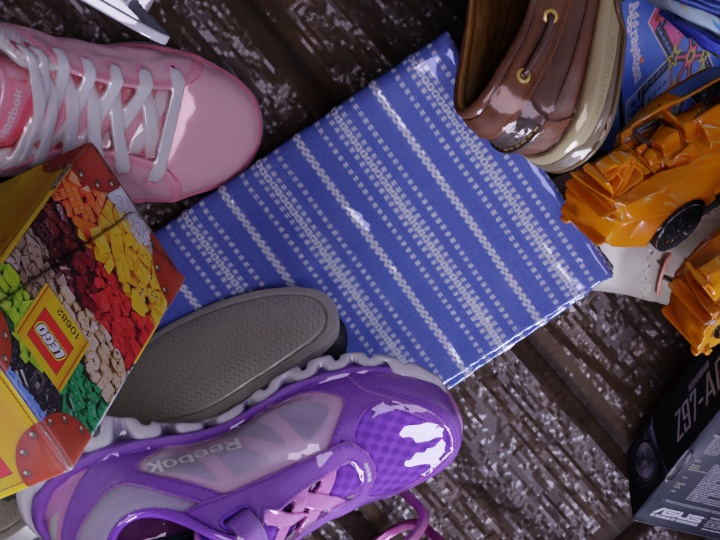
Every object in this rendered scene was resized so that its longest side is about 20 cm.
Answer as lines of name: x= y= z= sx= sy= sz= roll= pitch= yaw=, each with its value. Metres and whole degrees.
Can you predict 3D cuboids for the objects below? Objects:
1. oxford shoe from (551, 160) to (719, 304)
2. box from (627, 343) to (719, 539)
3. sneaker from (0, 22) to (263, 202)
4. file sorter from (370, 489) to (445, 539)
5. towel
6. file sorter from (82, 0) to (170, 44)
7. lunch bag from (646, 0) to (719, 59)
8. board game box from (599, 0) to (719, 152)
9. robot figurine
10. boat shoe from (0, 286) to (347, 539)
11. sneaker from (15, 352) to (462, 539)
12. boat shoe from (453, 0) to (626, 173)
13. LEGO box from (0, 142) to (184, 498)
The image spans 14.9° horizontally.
oxford shoe: x=0.160 y=-0.011 z=1.304 sx=0.198 sy=0.074 sz=0.071 roll=-6 pitch=138 yaw=-11
box: x=0.251 y=0.082 z=1.328 sx=0.199 sy=0.044 sz=0.161 roll=13 pitch=138 yaw=-16
sneaker: x=-0.132 y=-0.067 z=1.216 sx=0.199 sy=0.105 sz=0.076 roll=11 pitch=99 yaw=-17
file sorter: x=0.020 y=0.205 z=1.302 sx=0.125 sy=0.139 sz=0.201 roll=-36 pitch=109 yaw=-6
towel: x=0.000 y=0.000 z=1.281 sx=0.199 sy=0.024 sz=0.145 roll=-34 pitch=107 yaw=14
file sorter: x=-0.097 y=-0.217 z=1.178 sx=0.138 sy=0.125 sz=0.201 roll=29 pitch=95 yaw=-19
lunch bag: x=0.196 y=-0.161 z=1.200 sx=0.082 sy=0.200 sz=0.161 roll=37 pitch=93 yaw=-18
board game box: x=0.148 y=-0.152 z=1.307 sx=0.102 sy=0.019 sz=0.201 roll=17 pitch=99 yaw=-16
robot figurine: x=0.198 y=-0.048 z=1.256 sx=0.199 sy=0.145 sz=0.058 roll=-31 pitch=151 yaw=-24
boat shoe: x=-0.087 y=0.077 z=1.272 sx=0.199 sy=0.072 sz=0.068 roll=-34 pitch=130 yaw=8
sneaker: x=-0.047 y=0.101 z=1.200 sx=0.199 sy=0.089 sz=0.081 roll=-14 pitch=126 yaw=-6
boat shoe: x=0.081 y=-0.147 z=1.229 sx=0.067 sy=0.072 sz=0.202 roll=17 pitch=71 yaw=-31
LEGO box: x=-0.192 y=0.045 z=1.161 sx=0.199 sy=0.149 sz=0.077 roll=-23 pitch=112 yaw=28
